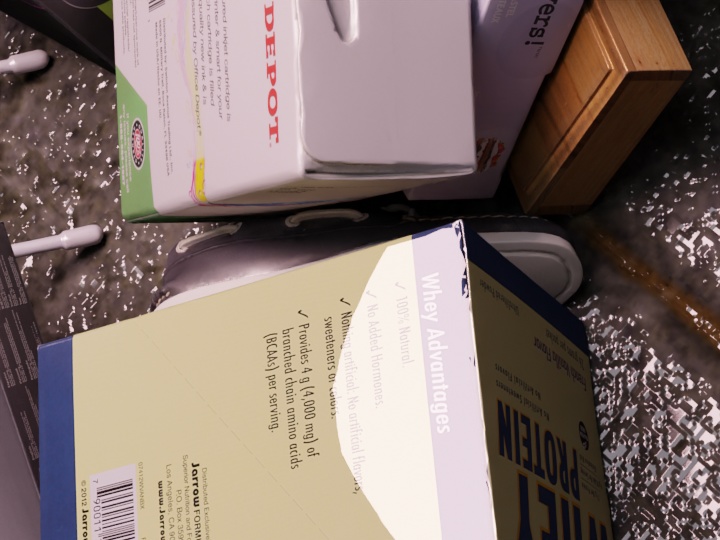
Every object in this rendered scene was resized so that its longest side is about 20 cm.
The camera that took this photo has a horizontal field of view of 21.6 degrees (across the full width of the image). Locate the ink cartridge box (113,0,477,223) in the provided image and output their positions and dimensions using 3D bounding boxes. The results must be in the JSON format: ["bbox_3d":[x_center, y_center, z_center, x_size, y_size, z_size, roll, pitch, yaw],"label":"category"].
[{"bbox_3d":[-0.035,-0.101,0.810,0.199,0.083,0.147,-8,84,62],"label":"ink cartridge box"}]

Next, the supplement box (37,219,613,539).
[{"bbox_3d":[-0.011,0.116,0.762,0.198,0.134,0.202,-16,65,23],"label":"supplement box"}]

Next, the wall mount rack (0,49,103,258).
[{"bbox_3d":[-0.233,-0.033,0.981,0.173,0.074,0.201,-32,61,19],"label":"wall mount rack"}]

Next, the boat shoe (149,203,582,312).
[{"bbox_3d":[0.000,0.000,0.840,0.198,0.074,0.061,-14,47,18],"label":"boat shoe"}]

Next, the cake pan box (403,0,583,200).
[{"bbox_3d":[0.035,-0.163,0.814,0.185,0.052,0.201,61,143,36],"label":"cake pan box"}]

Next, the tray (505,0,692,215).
[{"bbox_3d":[0.072,-0.136,0.836,0.099,0.037,0.202,-57,45,49],"label":"tray"}]

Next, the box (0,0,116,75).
[{"bbox_3d":[-0.173,-0.202,0.960,0.199,0.148,0.125,29,86,33],"label":"box"}]

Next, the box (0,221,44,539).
[{"bbox_3d":[-0.208,0.097,0.883,0.156,0.050,0.202,-18,90,22],"label":"box"}]
